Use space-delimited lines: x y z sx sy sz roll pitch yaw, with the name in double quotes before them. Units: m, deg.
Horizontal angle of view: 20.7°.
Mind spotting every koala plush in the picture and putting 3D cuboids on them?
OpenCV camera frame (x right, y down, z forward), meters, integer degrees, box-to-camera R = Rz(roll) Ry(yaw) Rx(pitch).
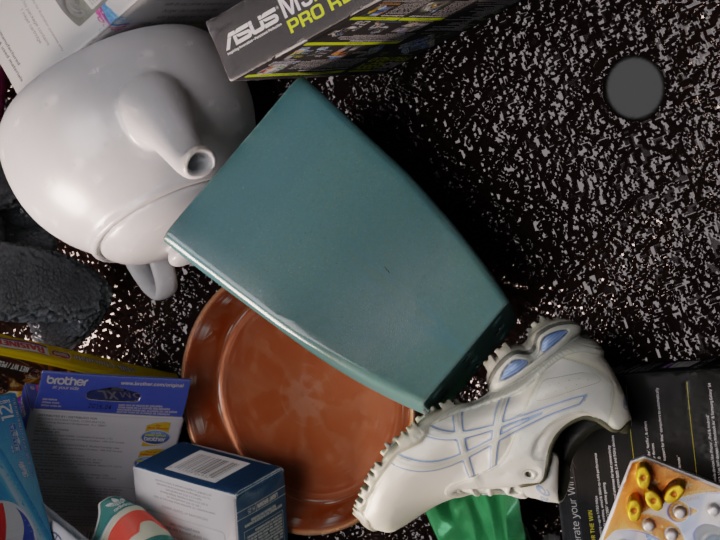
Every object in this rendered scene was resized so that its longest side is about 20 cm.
"koala plush" -0.326 0.002 1.527 0.200 0.184 0.178 -35 67 49

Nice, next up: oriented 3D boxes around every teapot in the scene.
"teapot" -0.151 -0.068 1.395 0.197 0.200 0.146 -33 75 24

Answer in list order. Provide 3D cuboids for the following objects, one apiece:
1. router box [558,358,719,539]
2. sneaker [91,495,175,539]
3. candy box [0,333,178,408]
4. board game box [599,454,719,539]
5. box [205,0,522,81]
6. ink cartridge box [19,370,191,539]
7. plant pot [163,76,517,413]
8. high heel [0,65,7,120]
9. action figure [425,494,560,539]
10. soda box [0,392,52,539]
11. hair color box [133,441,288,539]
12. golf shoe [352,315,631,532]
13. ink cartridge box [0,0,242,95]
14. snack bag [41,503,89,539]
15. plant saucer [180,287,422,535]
"router box" 0.207 0.161 1.299 0.149 0.051 0.200 -5 94 32
"sneaker" -0.181 0.253 1.448 0.093 0.070 0.200 43 129 35
"candy box" -0.242 0.103 1.478 0.102 0.200 0.026 -61 32 24
"board game box" 0.229 0.243 1.238 0.200 0.026 0.200 21 99 9
"box" 0.020 -0.176 1.276 0.160 0.200 0.044 -24 84 30
"ink cartridge box" -0.206 0.153 1.482 0.042 0.119 0.200 -118 39 -53
"plant pot" 0.000 0.000 1.329 0.200 0.141 0.141 40 88 12
"high heel" -0.284 -0.209 1.523 0.096 0.067 0.200 -14 76 41
"action figure" 0.101 0.201 1.329 0.118 0.055 0.200 -52 50 44
"soda box" -0.261 0.192 1.389 0.068 0.064 0.200 -20 83 43
"hair color box" -0.106 0.236 1.459 0.100 0.060 0.200 11 112 35
"golf shoe" 0.085 0.122 1.279 0.200 0.078 0.097 -42 70 16
"ink cartridge box" -0.152 -0.207 1.401 0.200 0.148 0.086 -37 79 27
"snack bag" -0.237 0.263 1.439 0.188 0.021 0.200 30 119 35
"plant saucer" -0.042 0.092 1.444 0.200 0.032 0.201 4 98 30
